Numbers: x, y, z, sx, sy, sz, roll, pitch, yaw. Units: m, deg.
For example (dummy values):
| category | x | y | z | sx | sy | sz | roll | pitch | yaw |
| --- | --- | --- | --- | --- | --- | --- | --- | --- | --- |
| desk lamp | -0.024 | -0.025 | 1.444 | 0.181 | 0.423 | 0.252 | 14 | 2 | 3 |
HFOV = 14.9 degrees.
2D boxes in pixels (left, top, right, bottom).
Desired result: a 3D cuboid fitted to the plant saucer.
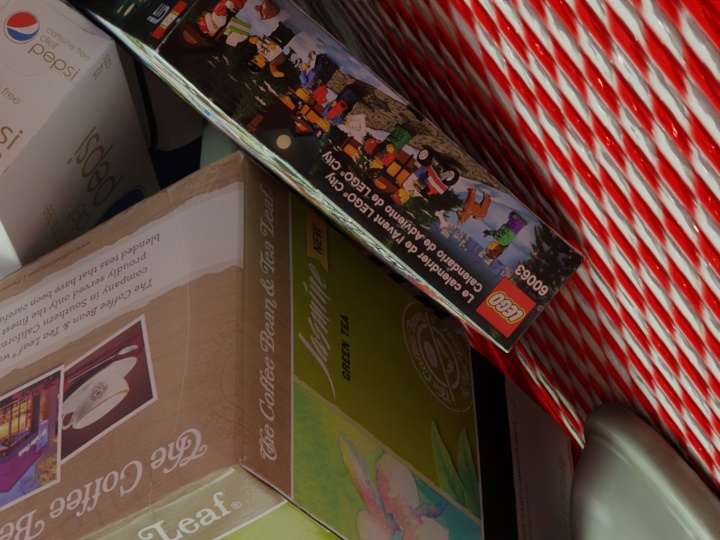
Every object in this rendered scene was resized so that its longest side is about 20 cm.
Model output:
| category | x | y | z | sx | sy | sz | roll | pitch | yaw |
| --- | --- | --- | --- | --- | --- | --- | --- | --- | --- |
| plant saucer | 0.115 | 0.138 | 0.884 | 0.200 | 0.050 | 0.200 | 57 | 174 | 9 |

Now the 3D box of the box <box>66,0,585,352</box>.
| category | x | y | z | sx | sy | sz | roll | pitch | yaw |
| --- | --- | --- | --- | --- | --- | --- | --- | --- | --- |
| box | -0.019 | -0.049 | 0.863 | 0.137 | 0.038 | 0.200 | 41 | 179 | -16 |

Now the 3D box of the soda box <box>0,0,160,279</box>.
| category | x | y | z | sx | sy | sz | roll | pitch | yaw |
| --- | --- | --- | --- | --- | --- | --- | --- | --- | --- |
| soda box | -0.118 | -0.037 | 0.967 | 0.064 | 0.068 | 0.200 | 36 | 167 | 11 |

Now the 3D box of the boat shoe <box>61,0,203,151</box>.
| category | x | y | z | sx | sy | sz | roll | pitch | yaw |
| --- | --- | --- | --- | --- | --- | --- | --- | --- | --- |
| boat shoe | -0.119 | -0.127 | 0.977 | 0.200 | 0.067 | 0.074 | 68 | 168 | -17 |

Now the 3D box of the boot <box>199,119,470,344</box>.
| category | x | y | z | sx | sy | sz | roll | pitch | yaw |
| --- | --- | --- | --- | --- | --- | --- | --- | --- | --- |
| boot | 0.000 | 0.000 | 1.043 | 0.096 | 0.074 | 0.200 | 22 | 135 | 31 |

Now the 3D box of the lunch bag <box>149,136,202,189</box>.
| category | x | y | z | sx | sy | sz | roll | pitch | yaw |
| --- | --- | --- | --- | --- | --- | --- | --- | --- | --- |
| lunch bag | -0.091 | -0.047 | 1.241 | 0.200 | 0.132 | 0.136 | 55 | 151 | 21 |

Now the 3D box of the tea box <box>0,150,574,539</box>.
| category | x | y | z | sx | sy | sz | roll | pitch | yaw |
| --- | --- | --- | --- | --- | --- | --- | --- | --- | --- |
| tea box | -0.058 | 0.096 | 0.941 | 0.197 | 0.200 | 0.134 | 41 | -146 | -39 |
